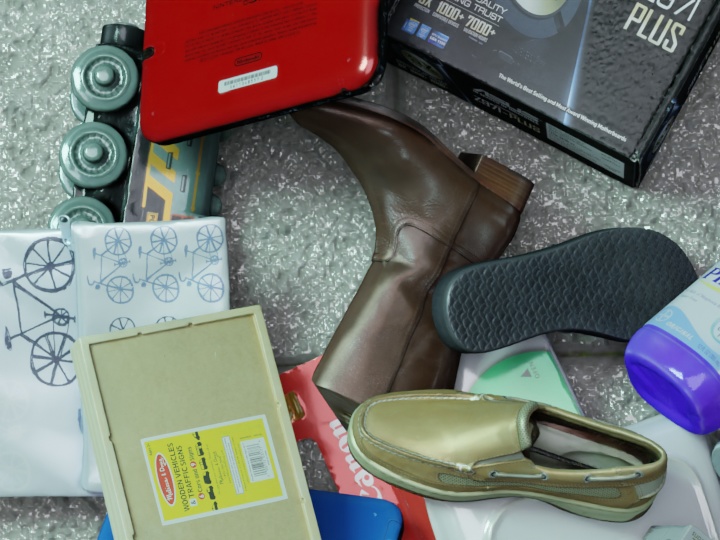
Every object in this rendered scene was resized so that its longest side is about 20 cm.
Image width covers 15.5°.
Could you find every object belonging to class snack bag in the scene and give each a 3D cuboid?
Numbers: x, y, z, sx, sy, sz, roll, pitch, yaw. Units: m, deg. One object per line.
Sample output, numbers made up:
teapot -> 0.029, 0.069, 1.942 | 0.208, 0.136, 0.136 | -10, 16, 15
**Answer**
snack bag -> -0.181, 0.058, 1.730 | 0.200, 0.021, 0.189 | 0, 98, 5

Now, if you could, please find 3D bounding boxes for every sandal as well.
sandal -> 0.133, 0.012, 1.726 | 0.200, 0.043, 0.076 | -3, 89, -27

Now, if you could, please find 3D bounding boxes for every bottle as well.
bottle -> 0.265, 0.020, 1.720 | 0.200, 0.065, 0.084 | -38, 47, -17

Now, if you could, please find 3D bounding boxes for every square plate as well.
square plate -> 0.161, 0.207, 1.690 | 0.198, 0.028, 0.200 | -16, 87, -16

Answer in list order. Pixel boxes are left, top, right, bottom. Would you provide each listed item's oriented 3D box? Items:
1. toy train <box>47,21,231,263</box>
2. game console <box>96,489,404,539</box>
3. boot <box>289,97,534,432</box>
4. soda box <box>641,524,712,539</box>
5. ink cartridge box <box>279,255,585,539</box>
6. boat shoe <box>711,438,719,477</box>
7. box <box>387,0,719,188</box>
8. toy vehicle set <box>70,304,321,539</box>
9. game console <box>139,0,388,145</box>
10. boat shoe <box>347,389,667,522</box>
toy train -> -0.147, -0.067, 1.785 | 0.114, 0.085, 0.200 | 9, 78, -6
game console -> -0.078, 0.239, 1.739 | 0.200, 0.118, 0.171 | 6, 49, 14
boot -> 0.000, 0.000, 1.702 | 0.186, 0.064, 0.200 | 24, 86, -11
soda box -> 0.251, 0.245, 1.660 | 0.200, 0.064, 0.068 | 39, 75, -10
ink cartridge box -> 0.041, 0.104, 1.751 | 0.200, 0.050, 0.161 | -25, 78, -2
boat shoe -> 0.323, 0.160, 1.703 | 0.091, 0.071, 0.200 | -40, 90, -21
box -> 0.137, -0.176, 1.772 | 0.200, 0.086, 0.164 | 29, 83, 10
toy vehicle set -> -0.099, 0.128, 1.660 | 0.124, 0.027, 0.200 | -9, 76, -22
game console -> -0.032, -0.165, 1.719 | 0.200, 0.119, 0.173 | -12, 68, 38
boat shoe -> 0.093, 0.103, 1.645 | 0.200, 0.076, 0.072 | 7, 63, -4
